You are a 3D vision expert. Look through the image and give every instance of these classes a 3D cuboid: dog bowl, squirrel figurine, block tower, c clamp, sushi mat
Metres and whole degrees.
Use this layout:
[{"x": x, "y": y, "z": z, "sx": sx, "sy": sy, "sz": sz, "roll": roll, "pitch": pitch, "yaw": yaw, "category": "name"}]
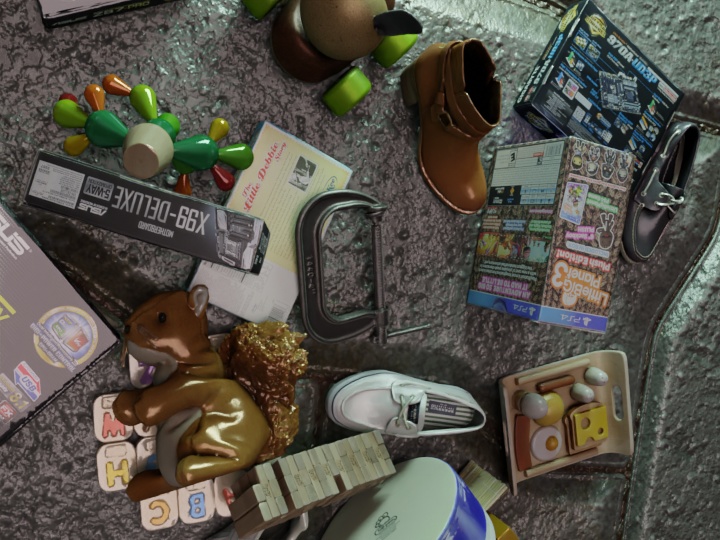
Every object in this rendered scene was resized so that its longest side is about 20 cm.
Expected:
[{"x": 0.046, "y": 0.306, "z": 0.776, "sx": 0.199, "sy": 0.200, "sz": 0.079, "roll": -40, "pitch": 104, "yaw": -13, "category": "dog bowl"}, {"x": -0.152, "y": 0.111, "z": 0.721, "sx": 0.197, "sy": 0.141, "sz": 0.190, "roll": -8, "pitch": 75, "yaw": -35, "category": "squirrel figurine"}, {"x": -0.046, "y": 0.224, "z": 0.761, "sx": 0.198, "sy": 0.058, "sz": 0.055, "roll": -3, "pitch": 60, "yaw": -47, "category": "block tower"}, {"x": 0.000, "y": 0.000, "z": 0.812, "sx": 0.168, "sy": 0.027, "sz": 0.204, "roll": -18, "pitch": 112, "yaw": -26, "category": "c clamp"}, {"x": 0.086, "y": 0.313, "z": 0.847, "sx": 0.199, "sy": 0.095, "sz": 0.012, "roll": -41, "pitch": 106, "yaw": -14, "category": "sushi mat"}]

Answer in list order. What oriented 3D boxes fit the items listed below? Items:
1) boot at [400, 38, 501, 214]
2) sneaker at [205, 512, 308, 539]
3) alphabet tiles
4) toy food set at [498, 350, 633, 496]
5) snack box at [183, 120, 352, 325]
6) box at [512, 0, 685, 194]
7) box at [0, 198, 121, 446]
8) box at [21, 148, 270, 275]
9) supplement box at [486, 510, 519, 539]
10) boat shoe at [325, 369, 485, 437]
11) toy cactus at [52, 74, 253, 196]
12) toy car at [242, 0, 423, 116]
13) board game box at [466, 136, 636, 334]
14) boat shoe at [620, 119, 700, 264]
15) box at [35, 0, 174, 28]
[{"x": 0.122, "y": -0.157, "z": 0.792, "sx": 0.075, "sy": 0.155, "sz": 0.204, "roll": -22, "pitch": 102, "yaw": -18, "category": "boot"}, {"x": -0.133, "y": 0.317, "z": 0.774, "sx": 0.070, "sy": 0.080, "sz": 0.201, "roll": 44, "pitch": 80, "yaw": -20, "category": "sneaker"}, {"x": -0.183, "y": 0.172, "z": 0.764, "sx": 0.196, "sy": 0.015, "sz": 0.201, "roll": -4, "pitch": 89, "yaw": -21, "category": "alphabet tiles"}, {"x": 0.273, "y": 0.198, "z": 0.929, "sx": 0.196, "sy": 0.060, "sz": 0.147, "roll": -11, "pitch": 98, "yaw": -19, "category": "toy food set"}, {"x": -0.101, "y": -0.046, "z": 0.778, "sx": 0.115, "sy": 0.037, "sz": 0.203, "roll": 26, "pitch": 85, "yaw": -22, "category": "snack box"}, {"x": 0.313, "y": -0.220, "z": 0.918, "sx": 0.198, "sy": 0.046, "sz": 0.161, "roll": 33, "pitch": 82, "yaw": -20, "category": "box"}, {"x": -0.358, "y": 0.045, "z": 0.683, "sx": 0.160, "sy": 0.044, "sz": 0.201, "roll": -40, "pitch": 107, "yaw": -13, "category": "box"}, {"x": -0.185, "y": -0.047, "z": 0.657, "sx": 0.196, "sy": 0.158, "sz": 0.051, "roll": 17, "pitch": 87, "yaw": -5, "category": "box"}, {"x": 0.125, "y": 0.420, "z": 0.851, "sx": 0.199, "sy": 0.132, "sz": 0.199, "roll": -40, "pitch": 107, "yaw": -14, "category": "supplement box"}, {"x": 0.058, "y": 0.160, "z": 0.840, "sx": 0.196, "sy": 0.067, "sz": 0.075, "roll": 2, "pitch": 93, "yaw": -21, "category": "boat shoe"}, {"x": -0.203, "y": -0.117, "z": 0.675, "sx": 0.197, "sy": 0.166, "sz": 0.104, "roll": 23, "pitch": 106, "yaw": -16, "category": "toy cactus"}, {"x": -0.007, "y": -0.270, "z": 0.710, "sx": 0.158, "sy": 0.199, "sz": 0.165, "roll": -47, "pitch": 108, "yaw": -11, "category": "toy car"}, {"x": 0.220, "y": -0.042, "z": 0.837, "sx": 0.095, "sy": 0.159, "sz": 0.205, "roll": 10, "pitch": 92, "yaw": -21, "category": "board game box"}, {"x": 0.404, "y": -0.107, "z": 0.954, "sx": 0.071, "sy": 0.063, "sz": 0.204, "roll": 18, "pitch": 88, "yaw": -21, "category": "boat shoe"}, {"x": -0.262, "y": -0.357, "z": 0.686, "sx": 0.159, "sy": 0.049, "sz": 0.204, "roll": -20, "pitch": 101, "yaw": -21, "category": "box"}]
